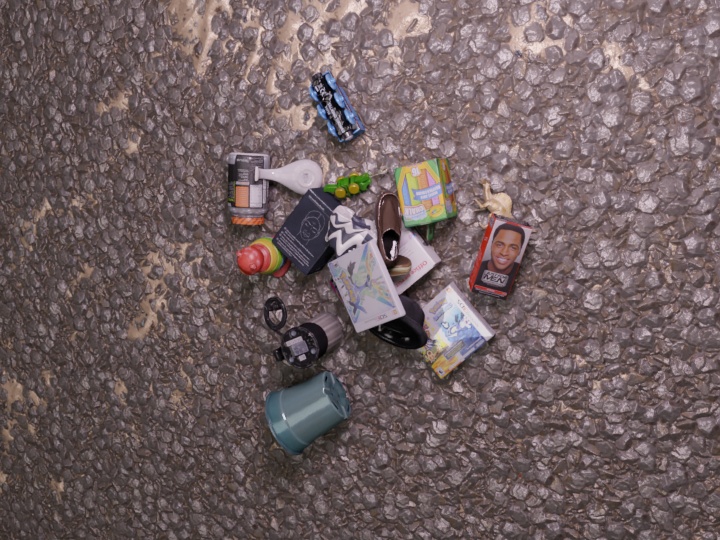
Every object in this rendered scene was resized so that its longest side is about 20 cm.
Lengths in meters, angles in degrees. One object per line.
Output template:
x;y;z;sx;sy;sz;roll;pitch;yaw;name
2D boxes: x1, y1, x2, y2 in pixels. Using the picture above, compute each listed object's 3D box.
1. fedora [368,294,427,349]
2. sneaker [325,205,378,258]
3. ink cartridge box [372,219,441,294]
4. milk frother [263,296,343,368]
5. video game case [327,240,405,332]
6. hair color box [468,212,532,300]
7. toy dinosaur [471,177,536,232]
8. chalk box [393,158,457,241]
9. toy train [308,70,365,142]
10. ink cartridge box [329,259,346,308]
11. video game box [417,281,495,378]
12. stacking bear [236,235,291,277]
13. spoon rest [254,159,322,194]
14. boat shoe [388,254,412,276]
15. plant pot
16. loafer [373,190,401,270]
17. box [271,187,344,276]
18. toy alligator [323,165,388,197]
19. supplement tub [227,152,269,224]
0.101;0.126;1.679;0.198;0.092;0.202;22;148;15;fedora
-0.008;-0.069;1.661;0.197;0.080;0.130;28;123;-6;sneaker
0.102;-0.058;1.705;0.147;0.085;0.201;-39;85;23;ink cartridge box
-0.168;0.158;1.791;0.178;0.188;0.203;-4;97;21;milk frother
0.012;0.045;1.596;0.181;0.022;0.202;-25;87;46;video game case
0.355;-0.034;1.596;0.100;0.061;0.203;13;112;-2;hair color box
0.354;-0.146;1.606;0.101;0.058;0.201;-43;82;21;toy dinosaur
0.177;-0.182;1.635;0.122;0.125;0.203;-10;96;23;chalk box
-0.067;-0.443;1.691;0.086;0.114;0.202;-29;88;19;toy train
-0.042;0.066;1.778;0.037;0.095;0.202;-31;85;-12;ink cartridge box
0.238;0.165;1.711;0.200;0.047;0.183;-44;79;22;video game box
-0.285;-0.037;1.798;0.122;0.200;0.114;46;111;8;stacking bear
-0.204;-0.270;1.774;0.197;0.061;0.101;3;100;-17;spoon rest
0.048;0.001;1.663;0.197;0.072;0.077;3;116;30;boat shoe
-0.145;0.407;1.832;0.194;0.200;0.202;-30;88;15;plant pot
0.078;-0.105;1.573;0.072;0.071;0.204;1;83;-17;loafer
-0.129;-0.113;1.775;0.148;0.107;0.201;44;112;10;box
-0.007;-0.239;1.739;0.197;0.060;0.054;-14;138;17;toy alligator
-0.328;-0.240;1.823;0.121;0.122;0.203;8;102;20;supplement tub
